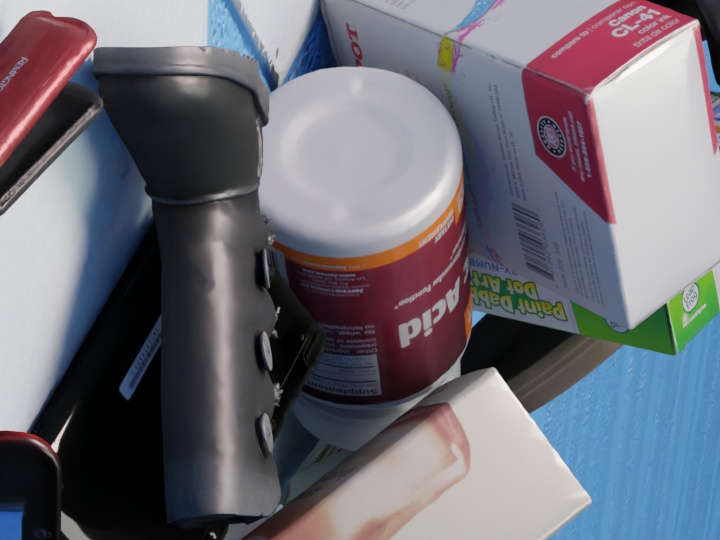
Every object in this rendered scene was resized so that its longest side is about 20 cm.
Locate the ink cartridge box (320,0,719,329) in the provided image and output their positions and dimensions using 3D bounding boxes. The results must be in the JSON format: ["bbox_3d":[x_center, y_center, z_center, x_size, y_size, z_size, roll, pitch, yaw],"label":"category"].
[{"bbox_3d":[0.085,-0.078,1.493,0.086,0.200,0.148,-34,131,-25],"label":"ink cartridge box"}]

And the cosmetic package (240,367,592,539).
[{"bbox_3d":[0.001,0.143,1.440,0.200,0.087,0.103,-36,-179,-20],"label":"cosmetic package"}]

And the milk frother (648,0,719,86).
[{"bbox_3d":[0.218,-0.219,1.632,0.200,0.181,0.188,-43,162,-3],"label":"milk frother"}]

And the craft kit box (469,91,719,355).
[{"bbox_3d":[0.140,-0.037,1.604,0.197,0.200,0.049,-42,130,-37],"label":"craft kit box"}]

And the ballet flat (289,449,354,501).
[{"bbox_3d":[-0.012,0.149,1.629,0.068,0.075,0.200,-75,-178,-46],"label":"ballet flat"}]

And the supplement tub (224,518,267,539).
[{"bbox_3d":[-0.053,0.243,1.526,0.132,0.132,0.200,65,44,-66],"label":"supplement tub"}]

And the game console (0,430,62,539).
[{"bbox_3d":[-0.193,0.163,0.999,0.172,0.118,0.200,-53,153,-53],"label":"game console"}]

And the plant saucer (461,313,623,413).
[{"bbox_3d":[0.118,0.027,1.674,0.200,0.029,0.200,-39,-170,8],"label":"plant saucer"}]

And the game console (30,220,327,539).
[{"bbox_3d":[-0.109,0.088,1.393,0.176,0.116,0.200,54,46,-32],"label":"game console"}]

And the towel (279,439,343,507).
[{"bbox_3d":[0.030,0.059,1.716,0.149,0.031,0.200,-54,175,30],"label":"towel"}]

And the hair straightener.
[{"bbox_3d":[-0.153,-0.008,1.108,0.077,0.041,0.200,87,24,-48],"label":"hair straightener"}]

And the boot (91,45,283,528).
[{"bbox_3d":[-0.073,0.011,1.267,0.165,0.065,0.201,22,69,-75],"label":"boot"}]

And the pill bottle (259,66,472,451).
[{"bbox_3d":[0.000,0.000,1.503,0.200,0.114,0.114,83,27,-53],"label":"pill bottle"}]
